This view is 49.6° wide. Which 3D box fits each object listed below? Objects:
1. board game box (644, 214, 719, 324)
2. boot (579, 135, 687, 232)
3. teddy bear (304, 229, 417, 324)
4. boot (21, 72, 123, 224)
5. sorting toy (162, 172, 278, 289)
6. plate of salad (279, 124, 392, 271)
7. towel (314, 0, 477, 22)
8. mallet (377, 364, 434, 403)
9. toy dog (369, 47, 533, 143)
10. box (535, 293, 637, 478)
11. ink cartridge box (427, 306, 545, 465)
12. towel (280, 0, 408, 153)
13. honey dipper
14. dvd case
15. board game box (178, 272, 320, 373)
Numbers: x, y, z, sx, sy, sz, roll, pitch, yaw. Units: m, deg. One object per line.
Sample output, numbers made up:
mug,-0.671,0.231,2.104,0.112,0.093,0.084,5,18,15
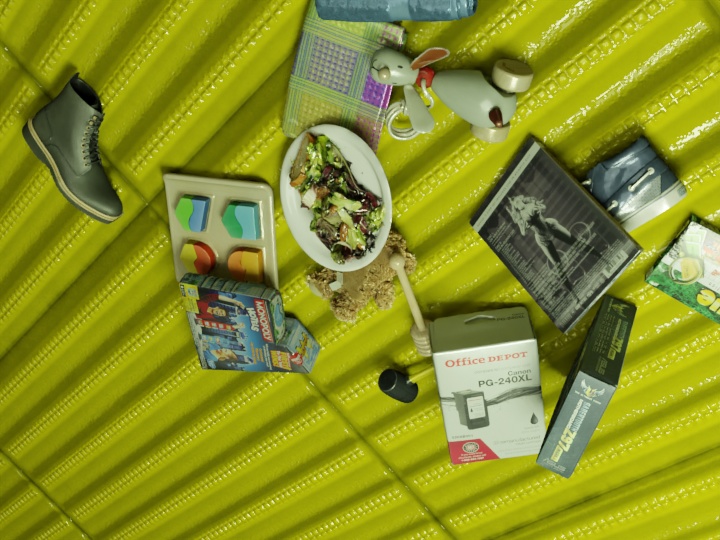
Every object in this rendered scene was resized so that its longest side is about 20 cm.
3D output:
board game box,0.472,0.022,0.974,0.199,0.023,0.105,29,126,5
boot,0.295,-0.078,0.971,0.200,0.073,0.091,-37,86,31
teddy bear,0.000,0.000,1.134,0.145,0.067,0.201,37,131,13
boot,-0.412,-0.183,1.188,0.138,0.078,0.200,-36,101,28
sorting toy,-0.217,-0.049,1.203,0.183,0.037,0.202,8,120,18
plate of salad,-0.043,-0.094,1.051,0.199,0.048,0.202,13,112,35
towel,0.041,-0.352,0.919,0.198,0.049,0.113,5,110,17
mallet,0.124,0.147,1.176,0.199,0.041,0.066,-26,141,19
toy dog,0.107,-0.208,0.936,0.198,0.097,0.133,-1,121,14
box,0.294,0.145,1.005,0.051,0.200,0.159,23,123,14
ink cartridge box,0.182,0.166,1.108,0.144,0.084,0.202,-9,117,7
towel,-0.026,-0.244,1.027,0.142,0.023,0.202,22,123,10
honey dipper,0.074,0.049,1.097,0.038,0.038,0.201,-1,139,22
dvd case,0.237,-0.044,0.977,0.201,0.016,0.149,53,129,26
board game box,-0.167,0.089,1.225,0.198,0.062,0.201,10,135,12
